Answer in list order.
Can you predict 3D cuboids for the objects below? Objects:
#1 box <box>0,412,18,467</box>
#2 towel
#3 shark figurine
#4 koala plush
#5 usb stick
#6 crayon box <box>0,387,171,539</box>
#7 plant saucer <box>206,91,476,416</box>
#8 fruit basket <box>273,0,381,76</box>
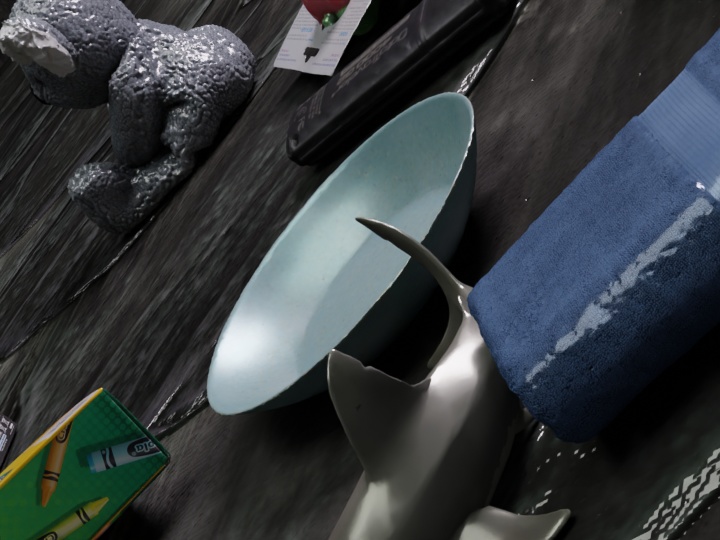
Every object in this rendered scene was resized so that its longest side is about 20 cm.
[{"bbox_3d":[-0.346,0.141,1.231,0.050,0.158,0.200,-41,21,28],"label":"box"},{"bbox_3d":[0.126,-0.030,0.602,0.200,0.049,0.112,-46,18,13],"label":"towel"},{"bbox_3d":[0.020,0.047,0.652,0.128,0.089,0.215,-32,28,43],"label":"shark figurine"},{"bbox_3d":[-0.210,-0.174,1.440,0.184,0.200,0.178,-40,21,31],"label":"koala plush"},{"bbox_3d":[0.022,-0.129,1.068,0.200,0.033,0.056,-35,31,40],"label":"usb stick"},{"bbox_3d":[-0.202,0.158,0.921,0.200,0.058,0.119,-46,5,-26],"label":"crayon box"},{"bbox_3d":[0.000,0.000,0.862,0.201,0.039,0.201,-44,19,20],"label":"plant saucer"},{"bbox_3d":[0.009,-0.230,1.246,0.201,0.093,0.185,-67,18,1],"label":"fruit basket"}]
